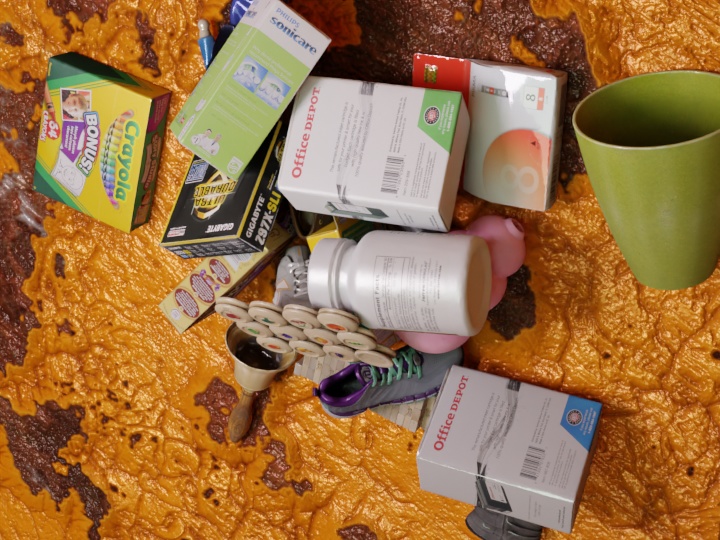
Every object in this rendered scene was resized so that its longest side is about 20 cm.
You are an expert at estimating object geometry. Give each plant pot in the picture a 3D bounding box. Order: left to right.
[{"bbox_3d":[0.338,-0.088,1.441,0.184,0.188,0.202,2,123,26],"label":"plant pot"}]

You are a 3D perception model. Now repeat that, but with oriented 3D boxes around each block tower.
[{"bbox_3d":[0.011,0.146,1.747,0.198,0.054,0.059,23,116,18],"label":"block tower"}]

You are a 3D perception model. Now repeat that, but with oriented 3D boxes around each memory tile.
[{"bbox_3d":[-0.066,0.075,1.576,0.197,0.153,0.017,4,67,30],"label":"memory tile"}]

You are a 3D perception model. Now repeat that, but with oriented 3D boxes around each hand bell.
[{"bbox_3d":[-0.158,0.172,1.838,0.103,0.104,0.202,31,130,15],"label":"hand bell"}]

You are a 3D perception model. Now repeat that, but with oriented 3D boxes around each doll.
[{"bbox_3d":[-0.157,-0.289,1.686,0.135,0.048,0.202,32,116,15],"label":"doll"}]

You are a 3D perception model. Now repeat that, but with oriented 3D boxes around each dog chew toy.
[{"bbox_3d":[0.122,0.010,1.608,0.200,0.124,0.125,-43,86,24],"label":"dog chew toy"}]

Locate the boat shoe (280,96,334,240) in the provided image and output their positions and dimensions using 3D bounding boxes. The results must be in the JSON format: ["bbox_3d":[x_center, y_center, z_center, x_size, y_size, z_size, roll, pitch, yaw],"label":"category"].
[{"bbox_3d":[-0.069,-0.136,1.682,0.071,0.067,0.203,0,107,27],"label":"boat shoe"}]

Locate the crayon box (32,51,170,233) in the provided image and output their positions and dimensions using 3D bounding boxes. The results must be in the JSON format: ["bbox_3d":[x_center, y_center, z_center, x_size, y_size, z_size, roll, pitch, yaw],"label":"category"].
[{"bbox_3d":[-0.363,-0.179,1.826,0.171,0.058,0.203,23,116,19],"label":"crayon box"}]

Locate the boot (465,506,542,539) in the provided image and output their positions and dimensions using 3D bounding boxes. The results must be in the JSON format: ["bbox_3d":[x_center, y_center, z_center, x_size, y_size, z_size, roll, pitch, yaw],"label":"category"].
[{"bbox_3d":[0.162,0.286,1.713,0.199,0.070,0.133,36,125,17],"label":"boot"}]

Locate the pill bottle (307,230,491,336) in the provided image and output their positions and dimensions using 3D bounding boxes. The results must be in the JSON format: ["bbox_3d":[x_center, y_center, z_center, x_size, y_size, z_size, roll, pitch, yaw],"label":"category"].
[{"bbox_3d":[0.045,0.012,1.518,0.197,0.114,0.116,4,109,22],"label":"pill bottle"}]

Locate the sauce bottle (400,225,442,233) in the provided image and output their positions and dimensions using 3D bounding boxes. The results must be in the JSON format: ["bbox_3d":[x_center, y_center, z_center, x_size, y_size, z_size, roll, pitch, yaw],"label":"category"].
[{"bbox_3d":[0.032,-0.117,1.634,0.066,0.066,0.201,-39,85,32],"label":"sauce bottle"}]

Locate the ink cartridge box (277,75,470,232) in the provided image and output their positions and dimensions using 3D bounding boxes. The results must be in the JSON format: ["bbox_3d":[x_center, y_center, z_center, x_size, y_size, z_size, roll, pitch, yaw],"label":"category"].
[{"bbox_3d":[0.017,-0.138,1.539,0.197,0.084,0.148,9,77,16],"label":"ink cartridge box"}]

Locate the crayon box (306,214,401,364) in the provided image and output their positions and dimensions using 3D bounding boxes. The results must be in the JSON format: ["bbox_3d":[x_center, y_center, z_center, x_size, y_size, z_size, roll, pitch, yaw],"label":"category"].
[{"bbox_3d":[0.000,0.000,1.660,0.051,0.126,0.203,-13,101,30],"label":"crayon box"}]

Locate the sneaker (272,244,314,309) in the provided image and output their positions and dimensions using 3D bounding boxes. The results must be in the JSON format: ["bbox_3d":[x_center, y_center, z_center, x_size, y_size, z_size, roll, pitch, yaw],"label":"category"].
[{"bbox_3d":[-0.080,0.018,1.681,0.074,0.200,0.094,-1,101,-11],"label":"sneaker"}]

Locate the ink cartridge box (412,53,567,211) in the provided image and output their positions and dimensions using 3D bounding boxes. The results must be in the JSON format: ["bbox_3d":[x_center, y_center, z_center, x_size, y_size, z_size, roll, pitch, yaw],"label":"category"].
[{"bbox_3d":[0.144,-0.169,1.572,0.197,0.050,0.165,10,111,21],"label":"ink cartridge box"}]

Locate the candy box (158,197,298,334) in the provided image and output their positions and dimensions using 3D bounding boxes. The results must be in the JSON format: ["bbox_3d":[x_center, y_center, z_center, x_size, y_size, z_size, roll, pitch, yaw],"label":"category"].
[{"bbox_3d":[-0.171,-0.006,1.752,0.057,0.117,0.200,49,121,3],"label":"candy box"}]

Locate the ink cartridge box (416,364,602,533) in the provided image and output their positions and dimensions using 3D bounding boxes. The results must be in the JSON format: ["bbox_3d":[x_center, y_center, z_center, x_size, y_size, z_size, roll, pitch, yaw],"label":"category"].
[{"bbox_3d":[0.183,0.216,1.609,0.197,0.146,0.085,14,143,16],"label":"ink cartridge box"}]

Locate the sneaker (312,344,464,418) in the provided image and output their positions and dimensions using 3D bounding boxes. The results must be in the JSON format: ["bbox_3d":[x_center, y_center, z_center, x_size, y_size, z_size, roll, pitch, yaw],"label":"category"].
[{"bbox_3d":[0.037,0.135,1.658,0.198,0.088,0.075,-24,73,6],"label":"sneaker"}]

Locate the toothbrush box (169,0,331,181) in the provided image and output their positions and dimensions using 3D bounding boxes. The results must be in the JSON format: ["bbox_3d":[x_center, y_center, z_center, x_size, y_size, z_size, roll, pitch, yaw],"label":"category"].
[{"bbox_3d":[-0.136,-0.222,1.569,0.086,0.146,0.201,32,93,-19],"label":"toothbrush box"}]

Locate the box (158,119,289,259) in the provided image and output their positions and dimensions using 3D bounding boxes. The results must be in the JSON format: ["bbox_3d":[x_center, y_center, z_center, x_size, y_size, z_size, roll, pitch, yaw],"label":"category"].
[{"bbox_3d":[-0.166,-0.100,1.665,0.049,0.162,0.199,31,161,-32],"label":"box"}]
